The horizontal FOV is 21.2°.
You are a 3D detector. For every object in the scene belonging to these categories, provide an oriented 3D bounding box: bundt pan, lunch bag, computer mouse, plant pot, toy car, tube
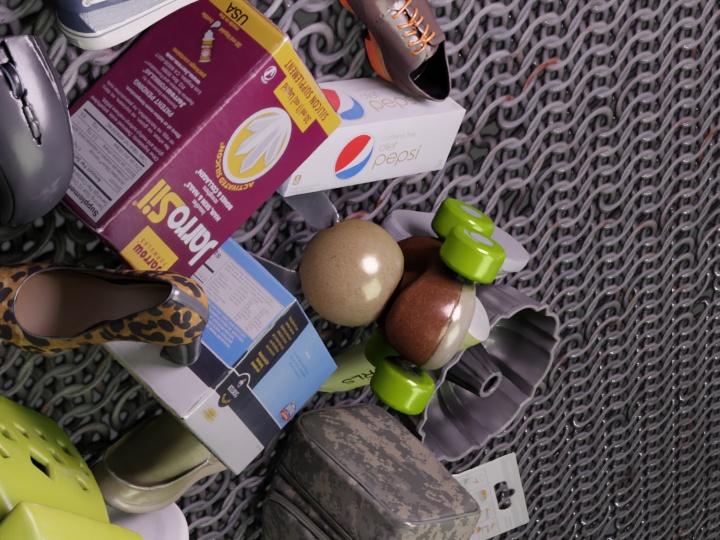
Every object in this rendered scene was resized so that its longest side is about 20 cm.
[{"bbox_3d":[0.111,0.096,1.987,0.201,0.076,0.203,-32,144,-26],"label":"bundt pan"},{"bbox_3d":[0.001,0.254,1.900,0.139,0.200,0.169,-8,129,-47],"label":"lunch bag"},{"bbox_3d":[-0.256,-0.104,1.291,0.140,0.046,0.202,-26,126,-32],"label":"computer mouse"},{"bbox_3d":[-0.300,0.223,1.502,0.199,0.181,0.200,-52,150,3],"label":"plant pot"},{"bbox_3d":[0.000,0.000,1.685,0.165,0.199,0.158,-62,-168,15],"label":"toy car"},{"bbox_3d":[0.030,0.080,1.831,0.199,0.052,0.058,-25,119,28],"label":"tube"}]

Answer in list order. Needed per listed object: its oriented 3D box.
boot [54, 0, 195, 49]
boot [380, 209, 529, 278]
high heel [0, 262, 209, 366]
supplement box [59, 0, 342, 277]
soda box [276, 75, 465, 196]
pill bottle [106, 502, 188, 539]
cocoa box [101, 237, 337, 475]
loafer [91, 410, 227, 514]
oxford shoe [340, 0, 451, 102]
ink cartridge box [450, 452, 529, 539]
[{"bbox_3d":[-0.127,-0.235,1.327,0.200,0.073,0.091,-37,153,-18],"label":"boot"},{"bbox_3d":[0.072,-0.001,1.853,0.199,0.074,0.096,8,124,-45],"label":"boot"},{"bbox_3d":[-0.206,0.016,1.389,0.143,0.198,0.072,109,-7,-71],"label":"high heel"},{"bbox_3d":[-0.130,-0.099,1.443,0.200,0.103,0.131,-46,150,-4],"label":"supplement box"},{"bbox_3d":[-0.006,-0.117,1.615,0.199,0.068,0.064,-13,134,-45],"label":"soda box"},{"bbox_3d":[-0.214,0.300,1.761,0.112,0.112,0.201,-28,143,-31],"label":"pill bottle"},{"bbox_3d":[-0.120,0.058,1.565,0.131,0.133,0.200,-46,161,-7],"label":"cocoa box"},{"bbox_3d":[-0.162,0.152,1.710,0.199,0.075,0.069,-25,141,-50],"label":"loafer"},{"bbox_3d":[0.035,-0.211,1.562,0.071,0.072,0.200,-44,148,-8],"label":"oxford shoe"},{"bbox_3d":[0.075,0.258,2.086,0.199,0.057,0.163,-25,144,-6],"label":"ink cartridge box"}]
